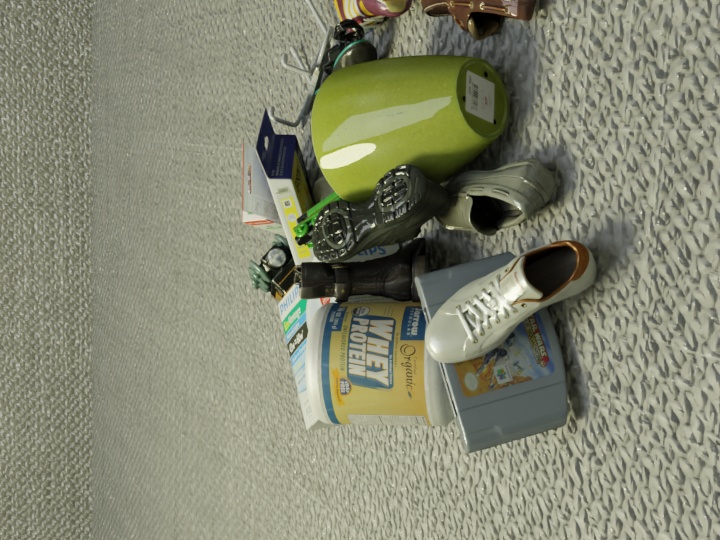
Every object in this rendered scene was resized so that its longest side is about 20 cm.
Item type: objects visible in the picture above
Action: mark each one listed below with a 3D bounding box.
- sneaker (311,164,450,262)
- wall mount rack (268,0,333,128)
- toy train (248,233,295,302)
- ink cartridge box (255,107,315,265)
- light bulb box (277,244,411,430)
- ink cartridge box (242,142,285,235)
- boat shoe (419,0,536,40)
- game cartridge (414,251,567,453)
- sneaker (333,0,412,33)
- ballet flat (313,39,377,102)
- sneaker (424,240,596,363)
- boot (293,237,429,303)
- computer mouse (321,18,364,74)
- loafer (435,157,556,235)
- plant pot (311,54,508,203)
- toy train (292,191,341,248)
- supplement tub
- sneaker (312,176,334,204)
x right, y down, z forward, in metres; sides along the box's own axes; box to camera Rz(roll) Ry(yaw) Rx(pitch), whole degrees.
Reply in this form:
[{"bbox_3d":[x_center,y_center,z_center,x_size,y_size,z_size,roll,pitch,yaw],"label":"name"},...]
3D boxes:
[{"bbox_3d":[0.023,-0.054,1.168,0.198,0.090,0.077,-22,64,39],"label":"sneaker"},{"bbox_3d":[-0.090,-0.331,1.546,0.201,0.073,0.176,113,175,-52],"label":"wall mount rack"},{"bbox_3d":[-0.119,0.014,1.569,0.114,0.085,0.200,44,168,2],"label":"toy train"},{"bbox_3d":[-0.103,-0.128,1.476,0.198,0.046,0.203,-92,-11,-64],"label":"ink cartridge box"},{"bbox_3d":[-0.012,0.092,1.378,0.198,0.123,0.203,-49,50,53],"label":"light bulb box"},{"bbox_3d":[-0.152,-0.126,1.558,0.050,0.199,0.111,-4,81,25],"label":"ink cartridge box"},{"bbox_3d":[0.134,-0.304,1.134,0.199,0.071,0.073,10,100,56],"label":"boat shoe"},{"bbox_3d":[0.147,0.083,1.063,0.042,0.131,0.203,77,177,-71],"label":"game cartridge"},{"bbox_3d":[0.016,-0.367,1.361,0.200,0.074,0.091,-125,33,-55],"label":"sneaker"},{"bbox_3d":[-0.015,-0.266,1.433,0.200,0.067,0.070,142,112,-69],"label":"ballet flat"},{"bbox_3d":[0.144,0.025,1.001,0.198,0.085,0.073,-33,69,11],"label":"sneaker"},{"bbox_3d":[0.000,0.000,1.249,0.200,0.171,0.071,-86,-5,-80],"label":"boot"},{"bbox_3d":[-0.027,-0.324,1.394,0.200,0.058,0.035,132,124,-82],"label":"computer mouse"},{"bbox_3d":[0.140,-0.075,1.118,0.070,0.070,0.199,-53,15,-24],"label":"loafer"},{"bbox_3d":[0.073,-0.179,1.167,0.198,0.185,0.191,-11,82,48],"label":"plant pot"},{"bbox_3d":[-0.013,-0.101,1.349,0.198,0.042,0.057,-33,43,16],"label":"toy train"},{"bbox_3d":[0.045,0.110,1.158,0.145,0.196,0.148,-1,-90,-77],"label":"supplement tub"},{"bbox_3d":[-0.038,-0.088,1.439,0.200,0.098,0.076,-135,38,-54],"label":"sneaker"}]
